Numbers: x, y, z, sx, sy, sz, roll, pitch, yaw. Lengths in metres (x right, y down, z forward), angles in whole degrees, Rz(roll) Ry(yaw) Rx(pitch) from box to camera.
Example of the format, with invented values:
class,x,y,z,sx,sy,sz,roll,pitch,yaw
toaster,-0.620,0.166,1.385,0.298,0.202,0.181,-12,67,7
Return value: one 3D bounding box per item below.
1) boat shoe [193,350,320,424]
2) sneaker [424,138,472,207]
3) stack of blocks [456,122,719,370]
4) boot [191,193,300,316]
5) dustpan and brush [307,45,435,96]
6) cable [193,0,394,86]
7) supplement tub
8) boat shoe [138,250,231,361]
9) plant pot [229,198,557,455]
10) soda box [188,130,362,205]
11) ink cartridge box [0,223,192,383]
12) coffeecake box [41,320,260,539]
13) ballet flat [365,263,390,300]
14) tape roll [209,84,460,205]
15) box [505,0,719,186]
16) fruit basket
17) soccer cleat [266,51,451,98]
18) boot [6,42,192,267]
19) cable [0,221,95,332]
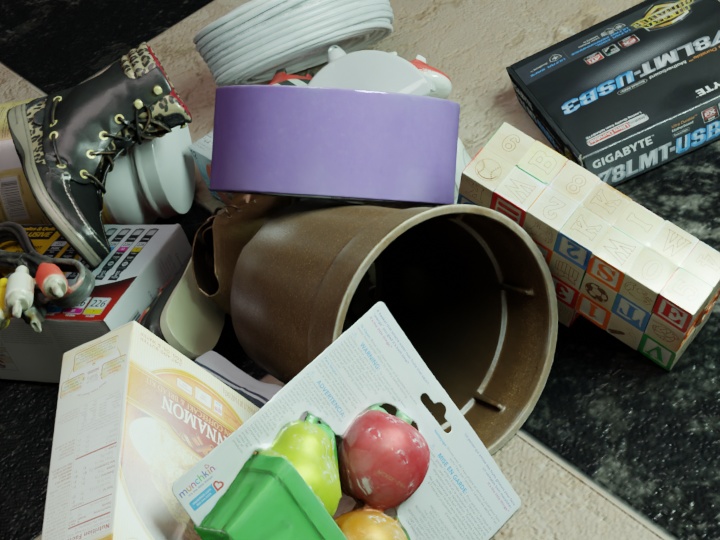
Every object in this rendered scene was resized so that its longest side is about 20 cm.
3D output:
class,x,y,z,sx,sy,sz,roll,pitch,yaw
boat shoe,-0.098,0.132,1.409,0.091,0.071,0.200,-40,31,-19
sneaker,0.057,-0.106,1.618,0.075,0.081,0.200,-32,27,-10
stack of blocks,0.168,-0.011,1.359,0.200,0.115,0.059,33,64,16
boot,-0.101,-0.042,1.559,0.074,0.075,0.200,-44,33,35
dustpan and brush,-0.010,-0.168,1.675,0.139,0.057,0.200,-31,43,6
cable,-0.065,-0.240,1.818,0.200,0.069,0.200,-20,1,11
supplement tub,-0.273,-0.100,1.749,0.200,0.145,0.145,-7,36,13
boat shoe,-0.137,0.024,1.568,0.063,0.074,0.201,-36,12,34
plant pot,0.012,0.035,1.377,0.200,0.200,0.198,-38,28,-21
soda box,-0.079,-0.082,1.689,0.068,0.064,0.200,-36,35,-18
ink cartridge box,-0.245,0.015,1.636,0.200,0.084,0.176,1,40,33
coffeecake box,-0.139,0.162,1.258,0.073,0.153,0.200,-24,46,28
ballet flat,0.000,0.000,1.523,0.200,0.068,0.068,-27,35,-5
tape roll,-0.020,-0.099,1.467,0.200,0.085,0.200,3,2,0
box,0.255,-0.167,1.621,0.200,0.050,0.199,-25,33,-1
fruit basket,-0.007,0.153,1.231,0.200,0.185,0.094,-44,16,-29
soccer cleat,-0.008,-0.157,1.754,0.200,0.069,0.085,-2,58,21
boot,-0.221,-0.108,1.609,0.150,0.073,0.200,-31,48,1
cable,-0.289,-0.009,1.572,0.097,0.050,0.200,-29,36,-1
